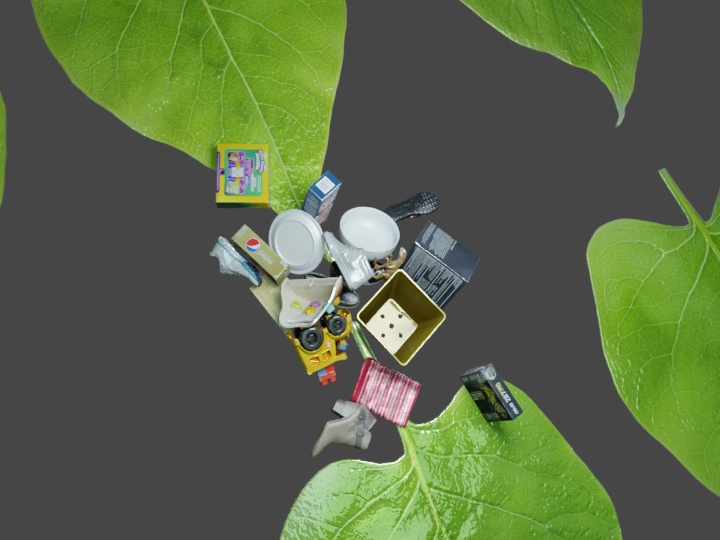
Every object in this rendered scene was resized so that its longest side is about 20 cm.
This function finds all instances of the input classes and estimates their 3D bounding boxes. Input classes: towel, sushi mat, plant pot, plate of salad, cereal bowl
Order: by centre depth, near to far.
[{"bbox_3d":[0.110,0.155,1.611,0.200,0.177,0.200,44,75,6],"label":"plant pot"},{"bbox_3d":[0.078,0.374,1.632,0.195,0.023,0.148,26,75,0],"label":"towel"},{"bbox_3d":[-0.254,0.100,1.662,0.095,0.012,0.201,-38,83,-13],"label":"sushi mat"},{"bbox_3d":[-0.198,-0.090,1.665,0.193,0.048,0.207,6,106,19],"label":"plate of salad"},{"bbox_3d":[0.023,-0.104,1.696,0.193,0.085,0.204,8,46,-8],"label":"cereal bowl"}]

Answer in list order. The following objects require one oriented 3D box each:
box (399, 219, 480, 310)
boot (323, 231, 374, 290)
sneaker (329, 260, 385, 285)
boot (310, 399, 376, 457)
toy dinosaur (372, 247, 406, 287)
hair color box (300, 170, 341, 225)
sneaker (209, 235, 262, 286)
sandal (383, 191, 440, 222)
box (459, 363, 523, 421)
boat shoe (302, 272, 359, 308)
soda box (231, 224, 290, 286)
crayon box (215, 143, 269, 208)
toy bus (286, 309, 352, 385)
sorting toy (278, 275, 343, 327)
[{"bbox_3d":[0.232,-0.008,1.647,0.196,0.201,0.124,37,53,3],"label":"box"},{"bbox_3d":[-0.032,-0.046,1.594,0.094,0.074,0.204,-29,76,-2],"label":"boot"},{"bbox_3d":[0.000,0.000,1.669,0.193,0.112,0.076,-3,76,-8],"label":"sneaker"},{"bbox_3d":[-0.043,0.486,1.564,0.144,0.070,0.204,30,74,-1],"label":"boot"},{"bbox_3d":[0.081,0.013,1.624,0.103,0.203,0.062,17,44,-9],"label":"toy dinosaur"},{"bbox_3d":[-0.132,-0.205,1.649,0.060,0.201,0.100,41,58,5],"label":"hair color box"},{"bbox_3d":[-0.389,-0.010,1.650,0.199,0.075,0.087,43,92,9],"label":"sneaker"},{"bbox_3d":[0.173,-0.208,1.787,0.194,0.045,0.077,-16,72,4],"label":"sandal"},{"bbox_3d":[0.385,0.367,1.581,0.048,0.200,0.164,-28,81,-15],"label":"box"},{"bbox_3d":[-0.092,0.063,1.666,0.194,0.065,0.075,20,72,-3],"label":"boat shoe"},{"bbox_3d":[-0.310,-0.048,1.655,0.199,0.068,0.064,42,74,11],"label":"soda box"},{"bbox_3d":[-0.381,-0.308,1.726,0.166,0.058,0.207,0,76,-9],"label":"crayon box"},{"bbox_3d":[-0.101,0.233,1.595,0.195,0.135,0.198,-23,97,-15],"label":"toy bus"},{"bbox_3d":[-0.156,0.106,1.566,0.193,0.110,0.181,-3,29,21],"label":"sorting toy"}]
